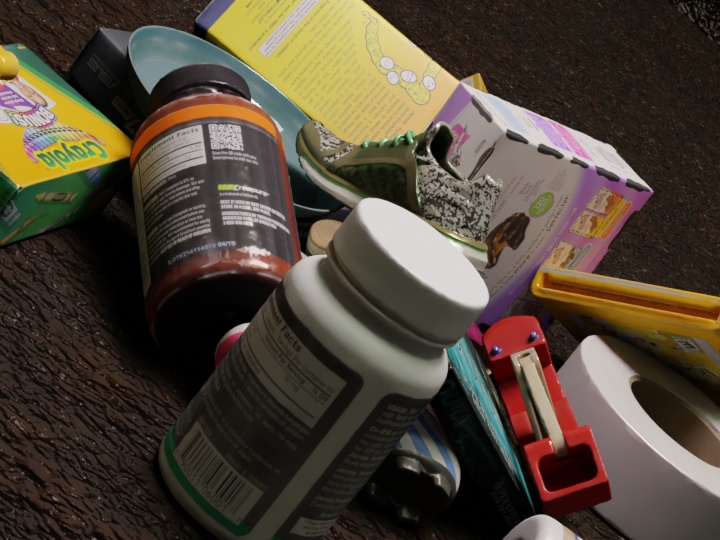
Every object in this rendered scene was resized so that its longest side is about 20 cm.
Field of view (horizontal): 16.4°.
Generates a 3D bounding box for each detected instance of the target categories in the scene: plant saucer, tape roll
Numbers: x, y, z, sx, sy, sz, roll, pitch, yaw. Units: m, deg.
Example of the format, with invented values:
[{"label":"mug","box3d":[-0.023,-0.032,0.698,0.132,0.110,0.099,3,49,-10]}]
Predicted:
[{"label":"plant saucer","box3d":[-0.094,-0.103,1.825,0.200,0.027,0.200,33,23,-16]},{"label":"tape roll","box3d":[0.230,0.143,1.938,0.202,0.071,0.203,34,19,-13]}]

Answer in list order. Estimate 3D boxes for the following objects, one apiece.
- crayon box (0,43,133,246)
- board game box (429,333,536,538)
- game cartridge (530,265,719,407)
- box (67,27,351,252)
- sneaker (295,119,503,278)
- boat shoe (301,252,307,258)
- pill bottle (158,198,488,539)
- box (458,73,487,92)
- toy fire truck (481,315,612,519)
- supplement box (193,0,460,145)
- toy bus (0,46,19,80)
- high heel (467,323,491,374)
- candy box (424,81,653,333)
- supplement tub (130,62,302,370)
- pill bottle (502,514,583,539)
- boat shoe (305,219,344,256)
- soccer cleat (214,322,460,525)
[{"label":"crayon box","box3d":[-0.235,-0.082,1.616,0.119,0.058,0.200,41,19,8]},{"label":"board game box","box3d":[0.066,0.076,1.674,0.200,0.028,0.136,61,10,-48]},{"label":"game cartridge","box3d":[0.252,0.063,2.022,0.175,0.033,0.200,11,-21,34]},{"label":"box","box3d":[-0.110,-0.097,1.897,0.200,0.051,0.157,47,20,21]},{"label":"sneaker","box3d":[0.035,-0.071,1.790,0.200,0.089,0.077,36,11,37]},{"label":"boat shoe","box3d":[-0.079,-0.002,1.716,0.075,0.062,0.200,43,-4,-42]},{"label":"pill bottle","box3d":[-0.020,0.064,1.453,0.113,0.200,0.113,34,19,-13]},{"label":"box","box3d":[0.125,-0.058,2.149,0.119,0.041,0.201,-91,160,-67]},{"label":"toy fire truck","box3d":[0.128,0.102,1.756,0.141,0.048,0.201,70,1,-56]},{"label":"supplement box","box3d":[-0.030,-0.159,2.038,0.200,0.110,0.109,40,-16,5]},{"label":"toy bus","box3d":[-0.298,-0.147,1.447,0.200,0.192,0.136,43,21,18]},{"label":"high heel","box3d":[0.060,0.064,1.800,0.096,0.068,0.200,26,16,-3]},{"label":"candy box","box3d":[0.111,-0.042,1.993,0.199,0.168,0.072,18,26,-46]},{"label":"supplement tub","box3d":[-0.095,-0.041,1.633,0.107,0.107,0.201,25,40,-34]},{"label":"pill bottle","box3d":[0.156,0.246,1.497,0.200,0.111,0.111,37,19,-7]},{"label":"boat shoe","box3d":[0.000,0.000,1.809,0.071,0.065,0.200,20,8,8]},{"label":"soccer cleat","box3d":[-0.016,0.087,1.610,0.200,0.070,0.087,39,28,-25]}]
